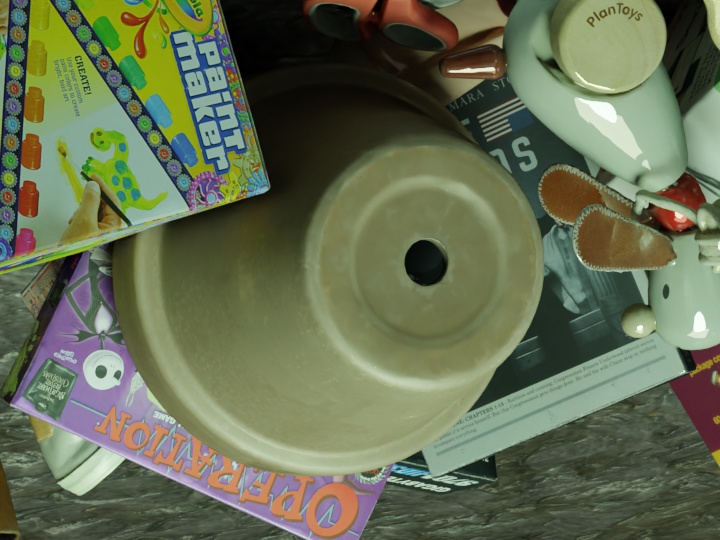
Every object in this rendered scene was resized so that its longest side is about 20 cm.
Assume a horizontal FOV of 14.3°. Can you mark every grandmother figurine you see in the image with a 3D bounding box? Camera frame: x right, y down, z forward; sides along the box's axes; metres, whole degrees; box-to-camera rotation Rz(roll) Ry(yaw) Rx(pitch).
[{"bbox_3d":[0.082,-0.131,1.386,0.121,0.061,0.200,-2,166,-44],"label":"grandmother figurine"}]

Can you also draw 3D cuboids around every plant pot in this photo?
[{"bbox_3d":[0.000,0.000,1.324,0.200,0.201,0.175,-1,180,-19],"label":"plant pot"}]

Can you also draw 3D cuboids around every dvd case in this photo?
[{"bbox_3d":[0.067,-0.013,1.476,0.150,0.200,0.025,-24,174,20],"label":"dvd case"}]

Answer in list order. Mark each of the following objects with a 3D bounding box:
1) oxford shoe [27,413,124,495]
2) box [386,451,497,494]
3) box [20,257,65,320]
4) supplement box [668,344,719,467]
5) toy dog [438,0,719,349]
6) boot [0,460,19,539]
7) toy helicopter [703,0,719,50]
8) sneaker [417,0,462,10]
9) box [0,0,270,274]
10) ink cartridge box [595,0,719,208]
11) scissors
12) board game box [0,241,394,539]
[{"bbox_3d":[-0.095,0.027,1.469,0.200,0.058,0.075,-46,-174,-17],"label":"oxford shoe"},{"bbox_3d":[0.001,0.041,1.700,0.046,0.159,0.200,-17,160,35],"label":"box"},{"bbox_3d":[-0.102,-0.020,1.523,0.137,0.040,0.200,-32,180,-17],"label":"box"},{"bbox_3d":[0.195,-0.014,1.509,0.110,0.200,0.086,-29,177,-39],"label":"supplement box"},{"bbox_3d":[0.101,-0.050,1.289,0.096,0.200,0.132,-21,179,-1],"label":"toy dog"},{"bbox_3d":[-0.270,0.053,1.556,0.068,0.200,0.188,-18,159,29],"label":"boot"},{"bbox_3d":[0.121,-0.165,1.152,0.132,0.079,0.200,-37,108,23],"label":"toy helicopter"},{"bbox_3d":[0.054,-0.163,1.241,0.077,0.076,0.200,5,157,-42],"label":"sneaker"},{"bbox_3d":[-0.183,-0.054,1.268,0.192,0.122,0.200,-16,180,-38],"label":"box"},{"bbox_3d":[0.202,-0.098,1.369,0.084,0.146,0.200,32,152,-7],"label":"ink cartridge box"},{"bbox_3d":[0.007,-0.125,1.246,0.073,0.014,0.200,13,171,4],"label":"scissors"},{"bbox_3d":[-0.065,0.050,1.425,0.200,0.120,0.032,26,-178,-23],"label":"board game box"}]
